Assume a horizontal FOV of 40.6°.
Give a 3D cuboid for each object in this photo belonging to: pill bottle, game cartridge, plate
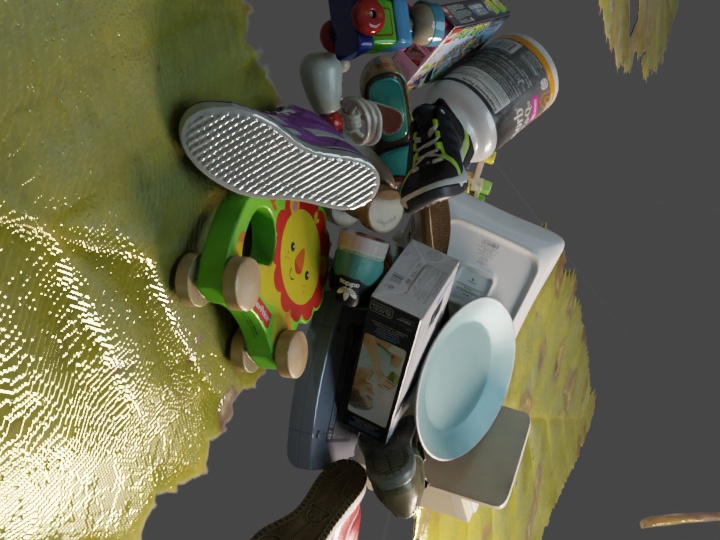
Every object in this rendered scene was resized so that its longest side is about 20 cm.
[{"bbox_3d":[0.152,-0.210,1.245,0.200,0.116,0.117,-40,137,-27],"label":"pill bottle"},{"bbox_3d":[-0.030,0.127,1.120,0.133,0.040,0.202,23,78,-68],"label":"game cartridge"},{"bbox_3d":[0.120,0.126,1.155,0.199,0.025,0.202,-22,120,-45],"label":"plate"},{"bbox_3d":[0.130,0.016,1.194,0.201,0.198,0.032,-64,-165,12],"label":"plate"}]

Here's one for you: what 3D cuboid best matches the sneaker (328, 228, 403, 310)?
[{"bbox_3d":[0.000,0.000,1.078,0.200,0.071,0.081,0,108,-81],"label":"sneaker"}]

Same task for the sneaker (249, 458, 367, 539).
[{"bbox_3d":[-0.063,0.310,1.077,0.200,0.071,0.113,-40,148,-36],"label":"sneaker"}]

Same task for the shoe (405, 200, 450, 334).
[{"bbox_3d":[0.071,-0.010,1.120,0.070,0.053,0.202,-45,136,-58],"label":"shoe"}]

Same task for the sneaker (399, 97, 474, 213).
[{"bbox_3d":[0.067,-0.125,1.001,0.083,0.071,0.200,63,19,-18],"label":"sneaker"}]

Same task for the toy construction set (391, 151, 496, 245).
[{"bbox_3d":[0.115,-0.065,1.291,0.201,0.092,0.132,-55,170,-29],"label":"toy construction set"}]

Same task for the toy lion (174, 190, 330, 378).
[{"bbox_3d":[-0.084,-0.010,0.936,0.201,0.068,0.193,62,38,-53],"label":"toy lion"}]

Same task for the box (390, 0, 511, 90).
[{"bbox_3d":[0.107,-0.279,1.192,0.110,0.035,0.200,-46,173,32],"label":"box"}]

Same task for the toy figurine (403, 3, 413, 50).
[{"bbox_3d":[0.042,-0.332,1.025,0.199,0.150,0.186,20,91,-43],"label":"toy figurine"}]

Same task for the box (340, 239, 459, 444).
[{"bbox_3d":[0.042,0.081,1.079,0.117,0.060,0.201,-52,161,-48],"label":"box"}]

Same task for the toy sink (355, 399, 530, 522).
[{"bbox_3d":[0.114,0.239,1.265,0.112,0.198,0.131,71,37,-56],"label":"toy sink"}]

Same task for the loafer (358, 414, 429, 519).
[{"bbox_3d":[0.039,0.226,1.124,0.200,0.074,0.070,-70,143,-78],"label":"loafer"}]

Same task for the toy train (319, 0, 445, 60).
[{"bbox_3d":[0.016,-0.310,0.946,0.115,0.084,0.202,-8,90,-29],"label":"toy train"}]

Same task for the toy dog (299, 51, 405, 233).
[{"bbox_3d":[0.005,-0.133,1.016,0.096,0.132,0.201,-32,141,-29],"label":"toy dog"}]

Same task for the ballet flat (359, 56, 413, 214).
[{"bbox_3d":[0.036,-0.159,1.133,0.071,0.070,0.201,-58,149,-39],"label":"ballet flat"}]

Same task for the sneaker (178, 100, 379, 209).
[{"bbox_3d":[-0.086,-0.118,0.884,0.199,0.115,0.073,18,116,-38],"label":"sneaker"}]
